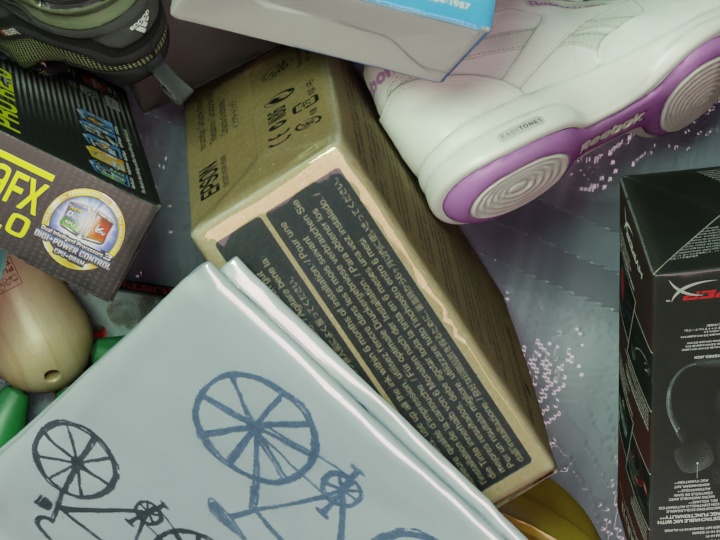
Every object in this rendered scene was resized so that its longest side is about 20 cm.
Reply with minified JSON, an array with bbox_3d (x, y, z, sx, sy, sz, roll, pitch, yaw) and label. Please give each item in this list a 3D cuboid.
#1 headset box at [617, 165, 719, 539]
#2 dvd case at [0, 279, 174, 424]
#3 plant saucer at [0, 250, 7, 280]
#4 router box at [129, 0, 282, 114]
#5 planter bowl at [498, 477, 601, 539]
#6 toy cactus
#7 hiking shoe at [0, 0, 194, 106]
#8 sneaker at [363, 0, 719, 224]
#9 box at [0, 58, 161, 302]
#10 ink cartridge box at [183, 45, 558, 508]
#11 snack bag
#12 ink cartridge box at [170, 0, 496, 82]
[{"bbox_3d":[0.185,0.055,1.194,0.147,0.075,0.201,-7,125,-3],"label":"headset box"},{"bbox_3d":[-0.139,0.070,1.248,0.199,0.022,0.147,9,104,-13],"label":"dvd case"},{"bbox_3d":[-0.241,-0.022,1.141,0.199,0.201,0.028,14,128,-13],"label":"plant saucer"},{"bbox_3d":[-0.067,-0.191,1.188,0.156,0.052,0.201,-26,108,-2],"label":"router box"},{"bbox_3d":[0.048,0.141,1.267,0.199,0.084,0.201,12,135,12],"label":"planter bowl"},{"bbox_3d":[-0.122,0.065,1.197,0.199,0.102,0.166,-26,96,12],"label":"toy cactus"},{"bbox_3d":[-0.151,-0.121,1.139,0.076,0.200,0.101,-42,138,-18],"label":"hiking shoe"},{"bbox_3d":[0.091,-0.097,1.220,0.199,0.100,0.075,-25,155,-30],"label":"sneaker"},{"bbox_3d":[-0.165,-0.066,1.129,0.160,0.200,0.044,27,101,-15],"label":"box"},{"bbox_3d":[0.000,0.000,1.175,0.075,0.200,0.165,-31,108,7],"label":"ink cartridge box"},{"bbox_3d":[-0.048,0.107,1.122,0.188,0.021,0.200,42,126,-11],"label":"snack bag"},{"bbox_3d":[0.003,-0.187,1.112,0.115,0.067,0.201,13,72,-11],"label":"ink cartridge box"}]
